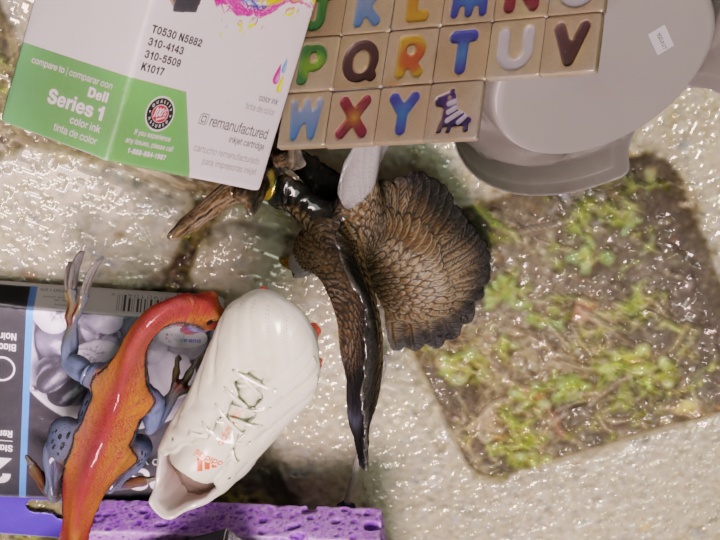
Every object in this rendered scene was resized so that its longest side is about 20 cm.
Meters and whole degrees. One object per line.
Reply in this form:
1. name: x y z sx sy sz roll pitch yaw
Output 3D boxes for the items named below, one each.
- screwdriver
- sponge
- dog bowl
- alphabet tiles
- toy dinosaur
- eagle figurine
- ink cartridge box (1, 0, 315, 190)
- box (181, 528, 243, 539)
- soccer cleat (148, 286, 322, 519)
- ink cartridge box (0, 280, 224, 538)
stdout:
1. screwdriver: -0.005 0.147 1.257 0.028 0.029 0.201 10 119 -9
2. sponge: -0.079 0.199 1.240 0.199 0.030 0.112 1 139 7
3. dog bowl: 0.135 -0.134 1.075 0.199 0.059 0.200 -17 144 -13
4. alphabet tiles: 0.047 -0.150 1.018 0.199 0.168 0.008 0 164 34
5. toy dinosaur: -0.137 0.091 1.113 0.105 0.201 0.182 10 151 -17
6. eagle figurine: -0.002 0.000 1.140 0.152 0.151 0.200 -39 102 3
7. ink cartridge box: -0.096 -0.157 1.009 0.084 0.145 0.201 21 97 31
8. box: -0.139 0.266 1.205 0.199 0.133 0.115 -18 138 28
9. soccer cleat: -0.076 0.085 1.081 0.069 0.078 0.200 36 142 6
10. ink cartridge box: -0.195 0.105 1.219 0.197 0.043 0.201 4 117 -6
